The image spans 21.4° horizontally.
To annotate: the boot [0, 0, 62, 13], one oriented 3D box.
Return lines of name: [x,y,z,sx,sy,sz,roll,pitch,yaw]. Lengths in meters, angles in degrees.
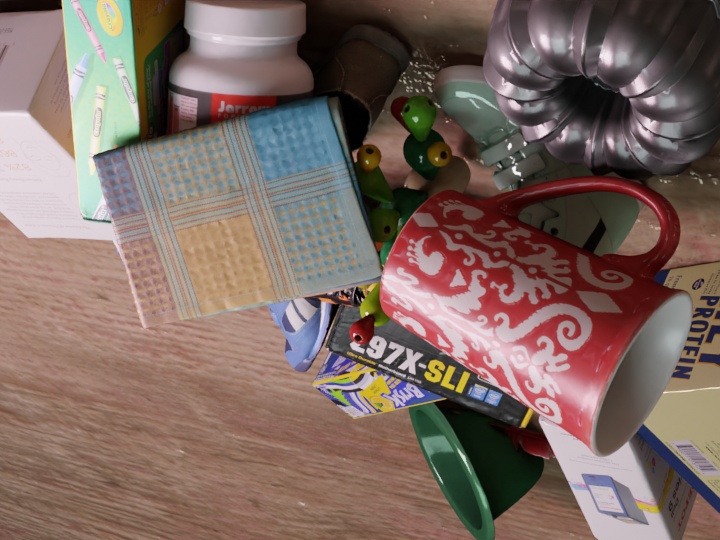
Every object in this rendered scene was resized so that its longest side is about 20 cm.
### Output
boot: [-0.265,-0.219,1.612,0.174,0.069,0.200,27,151,1]

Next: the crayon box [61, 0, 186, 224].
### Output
crayon box: [-0.181,-0.150,1.497,0.058,0.119,0.201,6,118,13]

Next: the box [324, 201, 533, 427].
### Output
box: [0.084,0.039,1.692,0.199,0.049,0.160,22,132,1]

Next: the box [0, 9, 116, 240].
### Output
box: [-0.264,-0.120,1.624,0.152,0.107,0.200,3,151,31]

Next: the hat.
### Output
hat: [0.171,0.176,1.957,0.200,0.175,0.166,58,167,26]

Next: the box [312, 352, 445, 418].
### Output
box: [0.041,0.090,1.867,0.064,0.070,0.200,40,150,-22]

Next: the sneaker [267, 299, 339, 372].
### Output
sneaker: [-0.057,0.012,1.729,0.082,0.074,0.201,15,137,7]

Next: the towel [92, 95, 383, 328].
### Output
towel: [-0.092,-0.043,1.444,0.199,0.022,0.147,-12,100,14]

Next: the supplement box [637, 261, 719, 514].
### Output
supplement box: [0.346,0.099,1.540,0.200,0.135,0.199,42,149,-27]

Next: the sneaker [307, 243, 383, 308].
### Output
sneaker: [0.000,0.000,1.592,0.199,0.090,0.070,1,113,6]

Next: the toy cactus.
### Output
toy cactus: [0.034,-0.053,1.514,0.102,0.165,0.201,11,113,23]

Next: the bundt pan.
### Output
bundt pan: [0.174,-0.137,1.355,0.201,0.076,0.202,22,152,12]

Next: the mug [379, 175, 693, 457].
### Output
mug: [0.136,0.016,1.401,0.199,0.178,0.134,28,157,25]

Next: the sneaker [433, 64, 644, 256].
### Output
sneaker: [0.125,-0.067,1.472,0.200,0.119,0.074,36,153,-13]

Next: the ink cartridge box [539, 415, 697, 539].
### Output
ink cartridge box: [0.243,0.136,1.683,0.087,0.146,0.200,9,147,28]

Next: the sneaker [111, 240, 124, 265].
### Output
sneaker: [-0.222,-0.053,1.777,0.199,0.080,0.116,18,124,41]

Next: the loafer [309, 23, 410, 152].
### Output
loafer: [-0.025,-0.129,1.549,0.075,0.070,0.200,29,152,-4]

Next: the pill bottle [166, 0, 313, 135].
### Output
pill bottle: [-0.096,-0.112,1.497,0.115,0.116,0.201,11,107,28]
